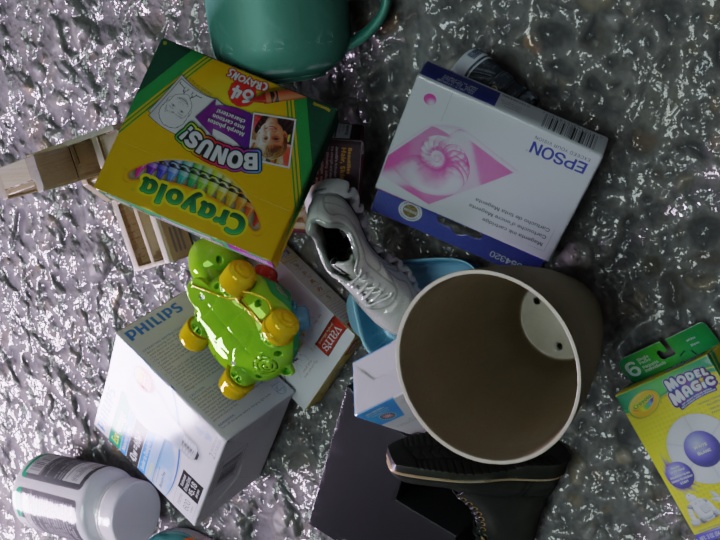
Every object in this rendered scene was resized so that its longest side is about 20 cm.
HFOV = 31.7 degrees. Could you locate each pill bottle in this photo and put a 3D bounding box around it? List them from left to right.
[{"bbox_3d":[-0.389,0.329,1.800,0.200,0.113,0.113,6,108,35],"label":"pill bottle"}]

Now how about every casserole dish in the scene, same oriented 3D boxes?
[{"bbox_3d":[0.074,0.042,1.418,0.200,0.039,0.121,-4,102,36],"label":"casserole dish"}]

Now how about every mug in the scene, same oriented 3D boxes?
[{"bbox_3d":[-0.073,-0.261,1.350,0.185,0.152,0.115,4,106,35],"label":"mug"}]

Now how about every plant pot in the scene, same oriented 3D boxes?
[{"bbox_3d":[0.164,0.071,1.254,0.187,0.200,0.188,7,105,29],"label":"plant pot"}]

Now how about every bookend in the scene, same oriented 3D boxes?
[{"bbox_3d":[0.063,0.246,1.460,0.199,0.092,0.200,27,118,24],"label":"bookend"}]

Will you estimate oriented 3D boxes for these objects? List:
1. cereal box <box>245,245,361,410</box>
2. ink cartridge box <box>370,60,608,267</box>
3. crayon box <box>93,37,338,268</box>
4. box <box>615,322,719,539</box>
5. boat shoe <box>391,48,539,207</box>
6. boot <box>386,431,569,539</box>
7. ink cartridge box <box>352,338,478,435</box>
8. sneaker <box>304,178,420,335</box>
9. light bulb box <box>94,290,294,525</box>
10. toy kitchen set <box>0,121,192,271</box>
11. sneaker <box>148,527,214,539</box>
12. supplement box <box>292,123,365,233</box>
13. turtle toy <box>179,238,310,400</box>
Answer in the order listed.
[{"bbox_3d":[-0.096,0.053,1.542,0.200,0.040,0.144,44,127,16],"label":"cereal box"},{"bbox_3d":[0.120,-0.088,1.278,0.196,0.043,0.200,23,129,3],"label":"ink cartridge box"},{"bbox_3d":[-0.147,-0.121,1.314,0.200,0.058,0.173,22,82,4],"label":"crayon box"},{"bbox_3d":[0.342,0.160,1.259,0.117,0.048,0.200,-33,84,38],"label":"box"},{"bbox_3d":[0.105,-0.124,1.319,0.091,0.071,0.200,40,124,19],"label":"boat shoe"},{"bbox_3d":[0.118,0.251,1.373,0.200,0.077,0.138,5,120,-12],"label":"boot"},{"bbox_3d":[0.102,0.134,1.368,0.116,0.200,0.067,-31,50,38],"label":"ink cartridge box"},{"bbox_3d":[0.000,0.000,1.354,0.075,0.081,0.200,-28,113,20],"label":"sneaker"},{"bbox_3d":[-0.214,0.173,1.595,0.200,0.125,0.198,41,136,18],"label":"light bulb box"},{"bbox_3d":[-0.293,-0.082,1.537,0.163,0.200,0.181,-13,97,38],"label":"toy kitchen set"},{"bbox_3d":[-0.234,0.407,1.733,0.200,0.080,0.071,5,108,35],"label":"sneaker"},{"bbox_3d":[-0.097,-0.107,1.404,0.200,0.086,0.110,4,110,0],"label":"supplement box"},{"bbox_3d":[-0.137,0.043,1.478,0.200,0.101,0.146,49,127,12],"label":"turtle toy"}]
